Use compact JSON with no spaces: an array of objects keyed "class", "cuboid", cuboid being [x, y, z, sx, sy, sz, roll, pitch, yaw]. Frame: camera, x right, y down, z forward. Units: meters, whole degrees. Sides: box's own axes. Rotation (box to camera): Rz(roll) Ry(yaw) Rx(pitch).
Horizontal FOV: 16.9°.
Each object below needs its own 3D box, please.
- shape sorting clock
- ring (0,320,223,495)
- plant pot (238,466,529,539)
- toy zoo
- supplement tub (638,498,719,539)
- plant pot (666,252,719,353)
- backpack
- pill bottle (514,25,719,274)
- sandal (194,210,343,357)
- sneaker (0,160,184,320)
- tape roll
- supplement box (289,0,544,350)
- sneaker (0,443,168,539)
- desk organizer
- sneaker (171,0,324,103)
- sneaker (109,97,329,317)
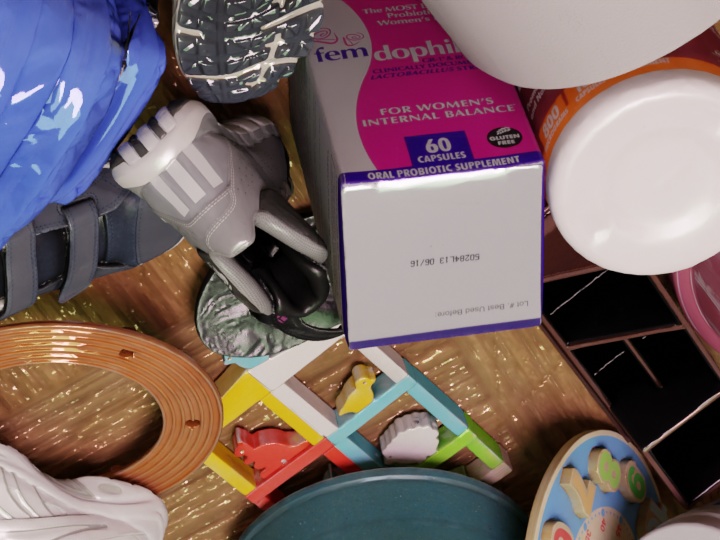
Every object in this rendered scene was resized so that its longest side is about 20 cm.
[{"class":"shape sorting clock","cuboid":[0.149,0.197,1.474,0.039,0.200,0.200,-1,133,28]},{"class":"ring","cuboid":[-0.178,0.084,1.395,0.199,0.019,0.201,-4,143,-3]},{"class":"plant pot","cuboid":[0.024,0.253,1.456,0.199,0.188,0.201,-4,135,-4]},{"class":"toy zoo","cuboid":[-0.018,0.098,1.466,0.131,0.020,0.200,-37,124,16]},{"class":"supplement tub","cuboid":[0.257,0.193,1.471,0.200,0.132,0.132,-12,139,-51]},{"class":"plant pot","cuboid":[0.280,0.008,1.360,0.199,0.179,0.201,-5,128,-7]},{"class":"backpack","cuboid":[-0.179,-0.111,1.165,0.167,0.200,0.163,20,119,-24]},{"class":"pill bottle","cuboid":[0.130,-0.099,1.236,0.114,0.200,0.115,-6,127,-8]},{"class":"sandal","cuboid":[0.000,-0.001,1.369,0.200,0.048,0.076,-19,114,-1]},{"class":"sneaker","cuboid":[-0.186,-0.012,1.315,0.199,0.080,0.079,-5,126,-10]},{"class":"tape roll","cuboid":[0.098,-0.206,1.150,0.202,0.203,0.139,-32,126,13]},{"class":"supplement box","cuboid":[0.024,-0.064,1.241,0.101,0.200,0.104,-7,126,-7]},{"class":"sneaker","cuboid":[-0.200,0.160,1.393,0.199,0.100,0.078,14,142,-25]},{"class":"desk organizer","cuboid":[0.159,0.047,1.407,0.072,0.077,0.200,-38,131,3]},{"class":"sneaker","cuboid":[-0.064,-0.182,1.207,0.077,0.086,0.201,-7,119,-16]},{"class":"sneaker","cuboid":[-0.056,-0.021,1.252,0.075,0.200,0.116,-43,80,10]}]
